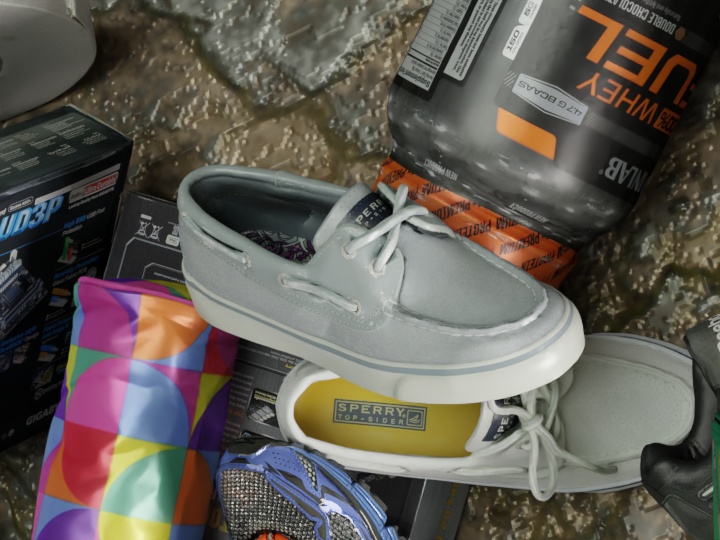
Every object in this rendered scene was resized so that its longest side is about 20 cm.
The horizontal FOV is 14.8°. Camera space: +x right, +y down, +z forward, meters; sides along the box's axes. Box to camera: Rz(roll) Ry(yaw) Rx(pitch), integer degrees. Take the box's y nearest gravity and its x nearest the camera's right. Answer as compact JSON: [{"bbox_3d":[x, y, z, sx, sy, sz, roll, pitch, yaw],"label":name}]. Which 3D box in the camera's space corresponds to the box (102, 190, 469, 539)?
[{"bbox_3d":[-0.040,0.063,1.307,0.199,0.048,0.159,15,91,27],"label":"box"}]

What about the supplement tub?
[{"bbox_3d":[0.091,-0.102,1.224,0.122,0.122,0.201,29,97,27],"label":"supplement tub"}]

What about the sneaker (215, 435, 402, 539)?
[{"bbox_3d":[-0.020,0.163,1.213,0.075,0.078,0.201,-3,116,36],"label":"sneaker"}]

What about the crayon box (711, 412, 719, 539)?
[{"bbox_3d":[0.205,0.158,1.122,0.118,0.058,0.202,-1,93,1],"label":"crayon box"}]

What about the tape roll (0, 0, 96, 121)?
[{"bbox_3d":[-0.227,-0.108,1.343,0.202,0.203,0.037,-19,74,23],"label":"tape roll"}]

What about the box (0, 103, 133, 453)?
[{"bbox_3d":[-0.194,0.023,1.281,0.046,0.200,0.160,28,121,24],"label":"box"}]

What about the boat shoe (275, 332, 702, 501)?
[{"bbox_3d":[0.062,0.059,1.199,0.200,0.086,0.075,4,90,1],"label":"boat shoe"}]

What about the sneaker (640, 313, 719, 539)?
[{"bbox_3d":[0.187,0.033,1.171,0.090,0.066,0.201,30,100,-10],"label":"sneaker"}]

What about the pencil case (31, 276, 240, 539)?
[{"bbox_3d":[-0.112,0.102,1.267,0.088,0.088,0.201,14,89,28],"label":"pencil case"}]

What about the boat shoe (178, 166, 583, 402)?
[{"bbox_3d":[0.000,-0.001,1.163,0.200,0.072,0.070,14,45,35],"label":"boat shoe"}]
